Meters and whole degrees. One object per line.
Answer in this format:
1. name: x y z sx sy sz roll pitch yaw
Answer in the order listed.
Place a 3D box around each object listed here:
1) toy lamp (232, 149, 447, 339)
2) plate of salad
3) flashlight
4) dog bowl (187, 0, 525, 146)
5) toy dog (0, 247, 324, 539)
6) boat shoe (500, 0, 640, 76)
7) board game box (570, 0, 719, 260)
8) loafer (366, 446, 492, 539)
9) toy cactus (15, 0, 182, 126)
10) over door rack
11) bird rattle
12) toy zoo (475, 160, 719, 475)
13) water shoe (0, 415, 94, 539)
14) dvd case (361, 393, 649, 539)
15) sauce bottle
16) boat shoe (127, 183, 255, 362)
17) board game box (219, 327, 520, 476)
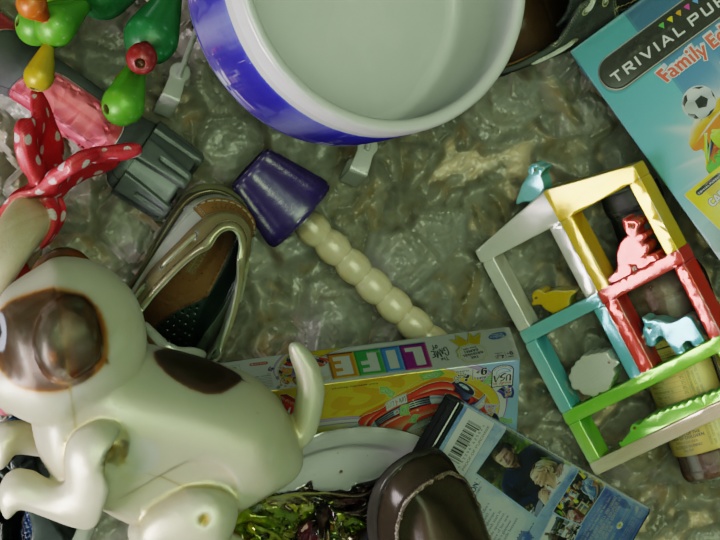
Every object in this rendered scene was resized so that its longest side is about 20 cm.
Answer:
1. toy lamp: 0.000 0.000 1.629 0.200 0.058 0.058 42 86 -8
2. plate of salad: -0.015 0.188 1.596 0.199 0.048 0.201 -11 124 -17
3. flashlight: -0.197 -0.105 1.594 0.200 0.068 0.068 36 86 -6
4. dog bowl: -0.003 -0.178 1.521 0.199 0.079 0.201 3 84 -28
5. toy dog: -0.138 0.082 1.465 0.194 0.140 0.200 -36 114 18
6. boat shoe: 0.141 -0.179 1.640 0.199 0.068 0.072 -26 95 -9
7. board game box: 0.254 -0.104 1.614 0.151 0.047 0.200 -36 72 6
8. loafer: 0.063 0.198 1.546 0.073 0.071 0.201 -31 122 -21
9. toy cactus: -0.143 -0.190 1.553 0.164 0.102 0.201 -21 51 4
10. over door rack: -0.029 -0.170 1.616 0.147 0.067 0.201 21 88 -7
11. bird rattle: -0.213 -0.002 1.533 0.112 0.200 0.163 36 47 -12
12. toy zoo: 0.160 0.019 1.627 0.131 0.020 0.201 -28 89 30
13. water shoe: -0.195 0.107 1.564 0.079 0.071 0.201 -9 117 -49
14. dvd case: 0.088 0.179 1.613 0.200 0.018 0.143 31 90 -38
15. sauce bottle: 0.211 0.038 1.655 0.064 0.065 0.201 -18 93 -7
16. boat shoe: -0.126 0.043 1.590 0.074 0.068 0.201 19 103 -16
17. board game box: 0.001 0.109 1.606 0.199 0.034 0.135 -7 130 -7
